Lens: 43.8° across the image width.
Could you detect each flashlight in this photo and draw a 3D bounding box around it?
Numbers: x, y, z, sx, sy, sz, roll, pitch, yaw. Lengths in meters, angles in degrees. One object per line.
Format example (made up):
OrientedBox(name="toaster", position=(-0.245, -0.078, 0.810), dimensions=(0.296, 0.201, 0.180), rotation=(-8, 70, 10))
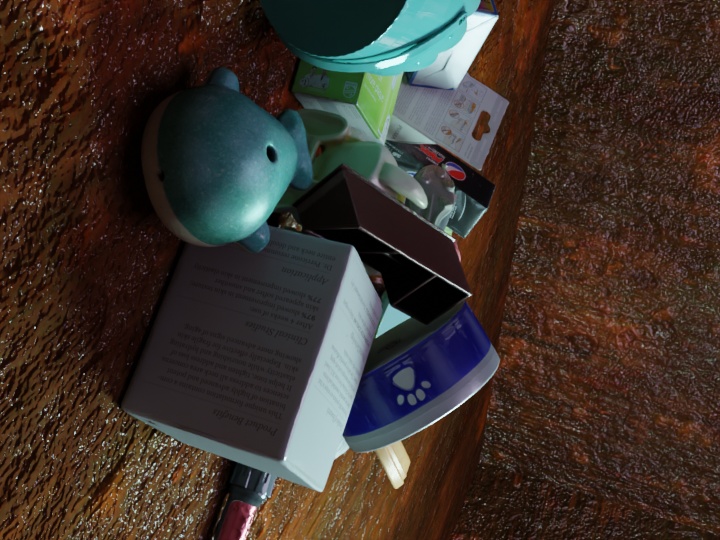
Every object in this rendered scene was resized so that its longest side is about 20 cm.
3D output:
OrientedBox(name="flashlight", position=(-0.148, 0.320, 1.047), dimensions=(0.068, 0.066, 0.203), rotation=(72, 36, -70))

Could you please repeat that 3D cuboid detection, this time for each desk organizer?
OrientedBox(name="desk organizer", position=(0.027, -0.021, 0.917), dimensions=(0.199, 0.071, 0.078), rotation=(29, 36, -45))

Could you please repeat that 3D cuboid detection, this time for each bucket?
OrientedBox(name="bucket", position=(0.004, -0.288, 0.858), dimensions=(0.134, 0.204, 0.211), rotation=(-15, 118, -61))

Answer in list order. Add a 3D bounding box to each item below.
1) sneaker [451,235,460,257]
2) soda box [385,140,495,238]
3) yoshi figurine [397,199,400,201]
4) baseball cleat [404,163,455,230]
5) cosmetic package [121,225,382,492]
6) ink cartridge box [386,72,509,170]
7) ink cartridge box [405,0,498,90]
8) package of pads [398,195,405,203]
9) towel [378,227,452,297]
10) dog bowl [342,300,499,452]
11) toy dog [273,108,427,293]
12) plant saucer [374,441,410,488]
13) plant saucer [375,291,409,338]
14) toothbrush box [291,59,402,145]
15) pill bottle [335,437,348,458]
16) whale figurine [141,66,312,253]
OrientedBox(name="sneaker", position=(0.086, 0.014, 1.450), dimensions=(0.199, 0.074, 0.087), rotation=(-38, -165, 23))
OrientedBox(name="soda box", position=(0.086, -0.136, 1.238), dimensions=(0.064, 0.198, 0.071), rotation=(-53, -176, 39))
OrientedBox(name="yoshi figurine", position=(-0.012, -0.004, 1.187), dimensions=(0.112, 0.110, 0.204), rotation=(-34, 136, -75))
OrientedBox(name="baseball cleat", position=(0.069, -0.044, 1.148), dimensions=(0.107, 0.069, 0.202), rotation=(-53, -164, 48))
OrientedBox(name="cosmetic package", position=(-0.094, 0.079, 0.863), dimensions=(0.167, 0.164, 0.203), rotation=(63, 44, -66))
OrientedBox(name="ink cartridge box", position=(0.089, -0.223, 1.200), dimensions=(0.050, 0.198, 0.162), rotation=(-49, -170, 50))
OrientedBox(name="ink cartridge box", position=(0.101, -0.359, 1.176), dimensions=(0.137, 0.075, 0.203), rotation=(122, -33, -51))
OrientedBox(name="package of pads", position=(0.031, -0.073, 1.342), dimensions=(0.155, 0.067, 0.203), rotation=(-55, 153, -53))
OrientedBox(name="towel", position=(0.041, -0.019, 1.278), dimensions=(0.197, 0.023, 0.146), rotation=(2, 116, -38))
OrientedBox(name="dog bowl", position=(0.053, 0.116, 1.011), dimensions=(0.080, 0.198, 0.200), rotation=(58, 26, -4))
OrientedBox(name="toy dog", position=(-0.006, -0.068, 1.024), dimensions=(0.201, 0.190, 0.142), rotation=(68, 26, -53))
OrientedBox(name="plant saucer", position=(0.016, 0.188, 1.185), dimensions=(0.203, 0.037, 0.200), rotation=(63, -3, 7))
OrientedBox(name="plant saucer", position=(0.061, 0.066, 1.271), dimensions=(0.200, 0.027, 0.203), rotation=(-45, 149, -36))
OrientedBox(name="toothbrush box", position=(0.001, -0.271, 1.057), dimensions=(0.146, 0.084, 0.204), rotation=(40, 63, -73))
OrientedBox(name="pill bottle", position=(-0.069, 0.187, 1.127), dimensions=(0.200, 0.111, 0.116), rotation=(42, 63, -72))
OrientedBox(name="whale figurine", position=(-0.092, -0.096, 0.768), dimensions=(0.199, 0.102, 0.162), rotation=(-20, 101, -55))
